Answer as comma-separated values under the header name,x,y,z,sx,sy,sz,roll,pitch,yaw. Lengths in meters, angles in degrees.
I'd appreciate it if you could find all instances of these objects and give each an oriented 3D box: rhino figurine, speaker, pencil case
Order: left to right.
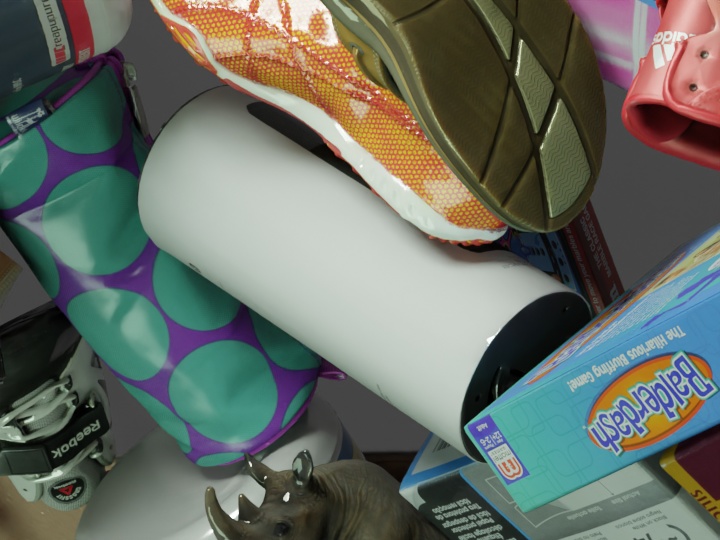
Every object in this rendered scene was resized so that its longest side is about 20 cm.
name,x,y,z,sx,sy,sz,roll,pitch,yaw
pencil case,-0.097,-0.009,1.249,0.092,0.085,0.200,-30,112,15
speaker,0.000,0.000,1.138,0.200,0.081,0.081,33,146,35
rhino figurine,0.003,0.132,1.226,0.200,0.088,0.060,28,162,-36

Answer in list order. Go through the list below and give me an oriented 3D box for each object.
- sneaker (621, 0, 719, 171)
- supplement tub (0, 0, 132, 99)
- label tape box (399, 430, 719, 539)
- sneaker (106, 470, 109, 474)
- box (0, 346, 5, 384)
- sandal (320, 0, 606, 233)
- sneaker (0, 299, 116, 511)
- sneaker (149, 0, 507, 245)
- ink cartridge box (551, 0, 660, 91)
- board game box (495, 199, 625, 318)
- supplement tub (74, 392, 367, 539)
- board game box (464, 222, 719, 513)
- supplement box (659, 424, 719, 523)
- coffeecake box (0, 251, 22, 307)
name,x,y,z,sx,sy,sz,roll,pitch,yaw
sneaker,0.119,-0.115,0.917,0.200,0.115,0.078,53,160,-3
supplement tub,-0.205,-0.118,1.105,0.141,0.199,0.140,61,169,20
label tape box,0.137,0.122,1.193,0.200,0.063,0.144,43,146,-15
sneaker,-0.086,0.186,1.441,0.078,0.082,0.200,-6,124,42
box,-0.215,-0.041,1.243,0.143,0.036,0.201,-13,87,60
sandal,0.017,-0.099,1.024,0.200,0.080,0.054,46,156,-8
sneaker,-0.149,0.069,1.323,0.089,0.074,0.200,64,174,9
sneaker,-0.007,-0.091,1.100,0.200,0.073,0.077,35,109,13
ink cartridge box,0.052,-0.140,1.039,0.200,0.037,0.095,28,141,16
board game box,0.056,-0.017,1.173,0.103,0.019,0.200,4,131,38
supplement tub,-0.031,0.169,1.329,0.144,0.145,0.200,-10,122,44
board game box,0.148,0.008,1.009,0.045,0.152,0.200,55,143,-2
supplement box,0.226,0.053,1.053,0.110,0.086,0.200,44,142,-8
coffeecake box,-0.268,0.074,1.414,0.073,0.154,0.200,36,143,0
